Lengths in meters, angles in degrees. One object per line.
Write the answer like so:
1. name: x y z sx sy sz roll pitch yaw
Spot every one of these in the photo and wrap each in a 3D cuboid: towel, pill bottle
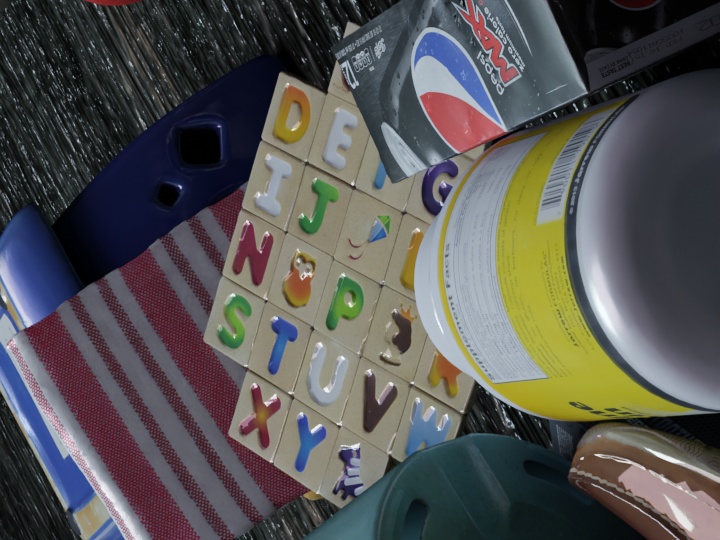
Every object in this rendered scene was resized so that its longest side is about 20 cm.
1. towel: -0.049 0.040 1.151 0.147 0.200 0.030 56 174 19
2. pill bottle: 0.091 -0.003 0.867 0.112 0.112 0.200 65 161 -4

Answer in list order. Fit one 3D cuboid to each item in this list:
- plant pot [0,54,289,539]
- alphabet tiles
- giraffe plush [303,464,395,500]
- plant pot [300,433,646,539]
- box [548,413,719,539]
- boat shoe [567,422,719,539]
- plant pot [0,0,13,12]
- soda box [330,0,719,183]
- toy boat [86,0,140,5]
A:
1. plant pot: -0.092 0.032 1.275 0.200 0.179 0.200 61 161 5
2. alphabet tiles: 0.000 0.000 1.068 0.166 0.006 0.201 29 108 43
3. giraffe plush: 0.061 0.180 1.170 0.162 0.172 0.201 15 95 52
4. plant pot: 0.020 0.176 0.975 0.201 0.200 0.196 57 135 16
5. box: 0.151 0.154 1.006 0.158 0.051 0.201 39 148 50
6. boat shoe: 0.150 0.119 0.839 0.200 0.072 0.076 31 175 26
7. plant pot: -0.228 -0.232 1.347 0.200 0.134 0.201 50 157 31
8. soda box: 0.058 -0.087 0.903 0.063 0.071 0.200 65 161 -1
9. toy boat: -0.095 -0.205 1.108 0.130 0.131 0.200 23 146 17
